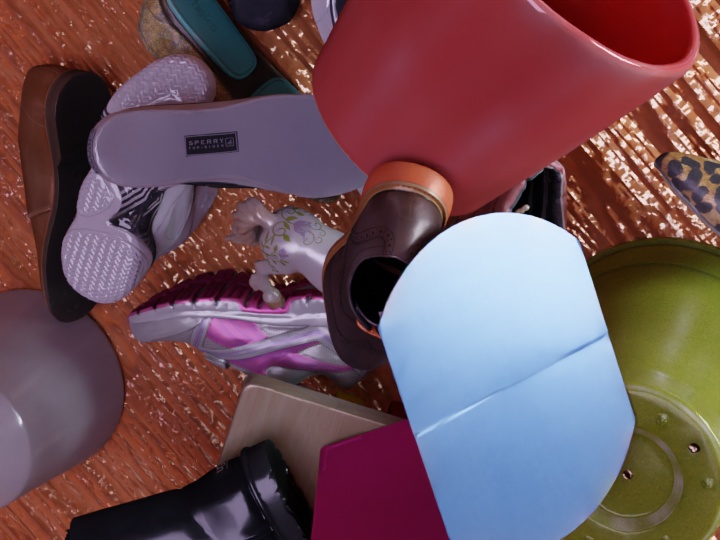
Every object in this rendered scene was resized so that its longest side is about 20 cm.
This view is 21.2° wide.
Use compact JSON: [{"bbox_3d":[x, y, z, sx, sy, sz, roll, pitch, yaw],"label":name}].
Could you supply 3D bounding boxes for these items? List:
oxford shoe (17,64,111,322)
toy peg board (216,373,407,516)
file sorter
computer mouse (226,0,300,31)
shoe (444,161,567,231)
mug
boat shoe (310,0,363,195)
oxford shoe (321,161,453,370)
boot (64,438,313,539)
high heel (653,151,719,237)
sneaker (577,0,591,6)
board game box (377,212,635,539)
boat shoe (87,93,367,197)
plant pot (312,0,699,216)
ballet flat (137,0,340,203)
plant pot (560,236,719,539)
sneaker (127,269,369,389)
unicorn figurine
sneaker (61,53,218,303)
[{"bbox_3d":[-0.224,-0.060,1.453,0.071,0.071,0.201,21,117,41],"label":"oxford shoe"},{"bbox_3d":[-0.012,0.174,1.415,0.198,0.098,0.201,17,113,-4],"label":"toy peg board"},{"bbox_3d":[0.055,0.196,1.261,0.138,0.200,0.126,-19,114,11],"label":"file sorter"},{"bbox_3d":[-0.074,-0.239,1.304,0.058,0.034,0.200,-3,136,6],"label":"computer mouse"},{"bbox_3d":[0.080,-0.004,1.338,0.091,0.071,0.201,43,122,50],"label":"shoe"},{"bbox_3d":[-0.284,0.125,1.477,0.149,0.153,0.187,26,114,8],"label":"mug"},{"bbox_3d":[0.020,-0.142,1.312,0.068,0.072,0.201,-5,97,44],"label":"boat shoe"},{"bbox_3d":[0.007,0.016,1.200,0.071,0.073,0.200,14,146,1],"label":"oxford shoe"},{"bbox_3d":[-0.098,0.232,1.349,0.168,0.076,0.201,-25,103,10],"label":"boot"},{"bbox_3d":[0.305,-0.067,1.257,0.199,0.072,0.143,26,122,-10],"label":"high heel"},{"bbox_3d":[0.092,-0.200,1.288,0.112,0.071,0.200,-37,86,21],"label":"sneaker"},{"bbox_3d":[0.081,0.066,1.150,0.039,0.158,0.201,-3,109,56],"label":"board game box"},{"bbox_3d":[-0.083,-0.086,1.280,0.199,0.057,0.069,0,98,-15],"label":"boat shoe"},{"bbox_3d":[0.076,-0.140,1.179,0.200,0.200,0.177,44,123,0],"label":"plant pot"},{"bbox_3d":[-0.088,-0.123,1.383,0.071,0.071,0.200,-38,94,25],"label":"ballet flat"},{"bbox_3d":[0.192,0.102,1.290,0.199,0.193,0.201,6,110,17],"label":"plant pot"},{"bbox_3d":[-0.078,0.052,1.424,0.199,0.081,0.089,1,107,18],"label":"sneaker"},{"bbox_3d":[0.000,0.000,1.299,0.199,0.074,0.138,12,151,1],"label":"unicorn figurine"},{"bbox_3d":[-0.144,-0.078,1.381,0.075,0.115,0.200,30,117,6],"label":"sneaker"}]
